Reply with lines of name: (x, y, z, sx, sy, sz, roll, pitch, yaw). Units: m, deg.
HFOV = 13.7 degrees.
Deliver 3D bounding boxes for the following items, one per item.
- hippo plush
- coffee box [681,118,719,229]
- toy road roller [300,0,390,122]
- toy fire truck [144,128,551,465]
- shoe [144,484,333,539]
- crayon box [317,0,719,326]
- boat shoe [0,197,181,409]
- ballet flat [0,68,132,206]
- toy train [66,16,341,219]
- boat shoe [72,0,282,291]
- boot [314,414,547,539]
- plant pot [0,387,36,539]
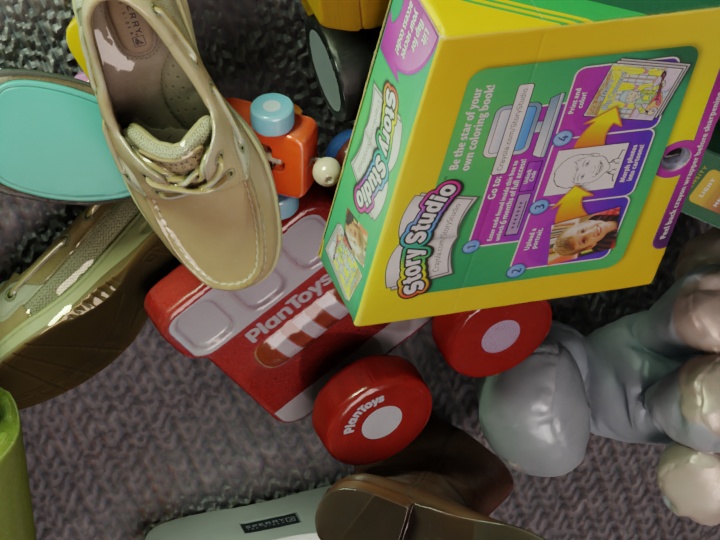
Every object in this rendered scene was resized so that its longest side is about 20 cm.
hippo plush: (0.146, 0.049, 1.747, 0.161, 0.200, 0.159, 4, 110, 5)
coffee box: (0.176, -0.078, 1.650, 0.200, 0.123, 0.044, 21, 118, -34)
toy road roller: (0.014, -0.182, 1.466, 0.123, 0.146, 0.200, -19, 143, -11)
toy fire truck: (0.000, 0.000, 1.629, 0.200, 0.112, 0.168, -37, 141, 7)
shoe: (-0.029, 0.187, 1.801, 0.200, 0.071, 0.091, -9, 114, -10)
crayon box: (0.084, -0.068, 1.476, 0.172, 0.058, 0.200, -7, 139, -22)
boat shoe: (-0.150, 0.002, 1.625, 0.201, 0.063, 0.073, -43, 148, 22)
ballet flat: (-0.199, -0.076, 1.523, 0.200, 0.068, 0.068, 5, 107, -19)
toy train: (-0.077, -0.125, 1.513, 0.150, 0.056, 0.200, 12, 133, 20)
boat shoe: (-0.092, -0.065, 1.475, 0.072, 0.065, 0.200, -15, 120, 8)
boot: (0.073, 0.144, 1.708, 0.186, 0.200, 0.064, 27, 101, 5)
plant pot: (-0.248, 0.150, 1.604, 0.200, 0.200, 0.190, -6, 126, -19)
